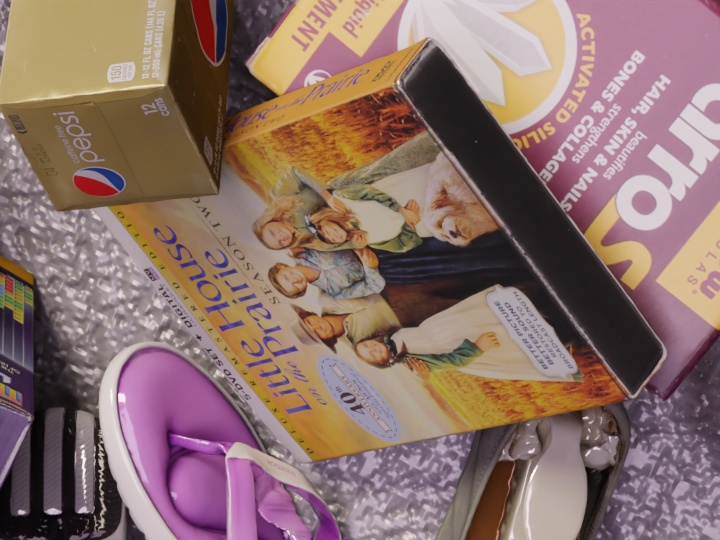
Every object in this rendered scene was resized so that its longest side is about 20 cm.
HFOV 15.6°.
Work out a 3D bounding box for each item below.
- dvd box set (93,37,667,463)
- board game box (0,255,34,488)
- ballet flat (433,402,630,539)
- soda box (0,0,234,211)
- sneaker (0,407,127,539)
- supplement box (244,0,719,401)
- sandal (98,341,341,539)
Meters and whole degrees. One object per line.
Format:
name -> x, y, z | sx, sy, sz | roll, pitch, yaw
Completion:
dvd box set -> 0.000, 0.000, 0.971 | 0.200, 0.029, 0.147 | -15, 118, 51
board game box -> -0.192, 0.102, 1.030 | 0.057, 0.165, 0.201 | 24, 105, -15
ballet flat -> 0.055, 0.127, 1.034 | 0.067, 0.064, 0.201 | 13, 102, -15
soda box -> -0.083, -0.124, 0.966 | 0.064, 0.068, 0.201 | -6, 55, 12
sneaker -> -0.117, 0.164, 1.049 | 0.075, 0.116, 0.201 | 4, 72, 2
supplement box -> 0.078, -0.068, 0.983 | 0.200, 0.103, 0.131 | 38, 104, 3
sandal -> -0.033, 0.111, 1.046 | 0.050, 0.082, 0.203 | -20, 108, 32
